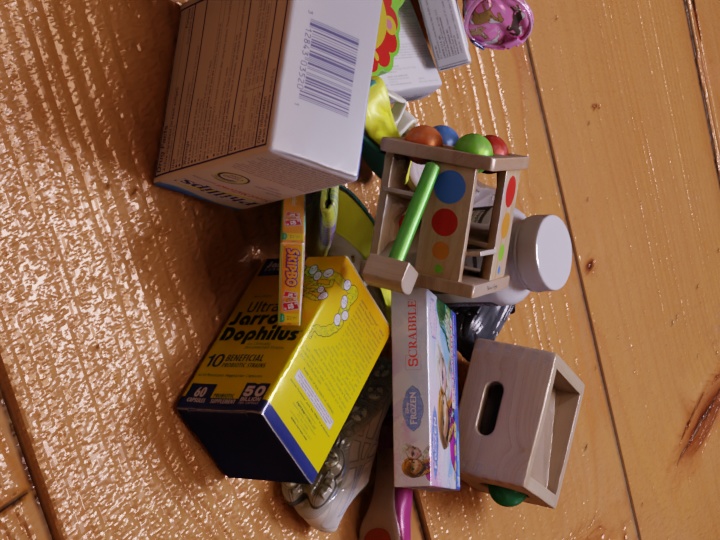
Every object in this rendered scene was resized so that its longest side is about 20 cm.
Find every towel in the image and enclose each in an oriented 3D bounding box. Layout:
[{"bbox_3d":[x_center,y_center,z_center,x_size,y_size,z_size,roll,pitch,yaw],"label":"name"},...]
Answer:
[{"bbox_3d":[-0.040,-0.094,1.487,0.200,0.023,0.145,114,-25,-76],"label":"towel"}]

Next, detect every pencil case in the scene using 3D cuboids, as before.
[{"bbox_3d":[0.154,-0.340,1.770,0.082,0.087,0.201,12,41,-13],"label":"pencil case"}]

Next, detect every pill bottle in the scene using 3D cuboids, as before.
[{"bbox_3d":[0.128,-0.015,1.673,0.110,0.199,0.112,5,84,-54],"label":"pill bottle"}]

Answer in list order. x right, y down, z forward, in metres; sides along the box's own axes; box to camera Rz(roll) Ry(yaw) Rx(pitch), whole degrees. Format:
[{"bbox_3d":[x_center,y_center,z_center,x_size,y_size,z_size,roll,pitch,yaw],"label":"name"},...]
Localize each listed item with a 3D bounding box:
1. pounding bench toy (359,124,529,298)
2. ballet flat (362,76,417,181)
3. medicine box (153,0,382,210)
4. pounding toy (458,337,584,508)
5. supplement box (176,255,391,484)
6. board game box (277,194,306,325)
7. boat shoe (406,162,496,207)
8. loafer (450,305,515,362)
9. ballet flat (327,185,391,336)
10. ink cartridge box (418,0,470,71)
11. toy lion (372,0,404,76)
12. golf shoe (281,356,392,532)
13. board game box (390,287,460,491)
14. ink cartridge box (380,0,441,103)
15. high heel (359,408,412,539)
[{"bbox_3d":[0.074,-0.063,1.501,0.200,0.123,0.158,-12,113,-67],"label":"pounding bench toy"},{"bbox_3d":[0.027,-0.148,1.595,0.067,0.067,0.200,-50,157,-4],"label":"ballet flat"},{"bbox_3d":[-0.088,-0.166,1.384,0.102,0.199,0.184,17,74,-36],"label":"medicine box"},{"bbox_3d":[0.155,0.194,1.766,0.184,0.141,0.202,41,62,-62],"label":"pounding toy"},{"bbox_3d":[-0.071,0.094,1.472,0.110,0.108,0.201,59,45,-35],"label":"supplement box"},{"bbox_3d":[-0.066,-0.046,1.461,0.201,0.030,0.096,-96,-172,-53],"label":"board game box"},{"bbox_3d":[0.102,-0.093,1.770,0.200,0.062,0.074,34,76,-43],"label":"boat shoe"},{"bbox_3d":[0.162,0.023,1.833,0.201,0.068,0.071,-57,138,-32],"label":"loafer"},{"bbox_3d":[0.000,0.000,1.613,0.067,0.066,0.201,-51,134,-25],"label":"ballet flat"},{"bbox_3d":[0.082,-0.341,1.740,0.174,0.043,0.202,-82,157,-76],"label":"ink cartridge box"},{"bbox_3d":[-0.007,-0.300,1.586,0.200,0.068,0.193,-39,109,-52],"label":"toy lion"},{"bbox_3d":[-0.015,0.182,1.589,0.201,0.078,0.098,-58,145,-29],"label":"golf shoe"},{"bbox_3d":[0.071,0.131,1.601,0.199,0.041,0.202,35,53,-75],"label":"board game box"},{"bbox_3d":[0.000,-0.282,1.665,0.162,0.057,0.201,-15,79,-52],"label":"ink cartridge box"},{"bbox_3d":[0.048,0.252,1.655,0.096,0.067,0.202,-3,88,-45],"label":"high heel"}]
